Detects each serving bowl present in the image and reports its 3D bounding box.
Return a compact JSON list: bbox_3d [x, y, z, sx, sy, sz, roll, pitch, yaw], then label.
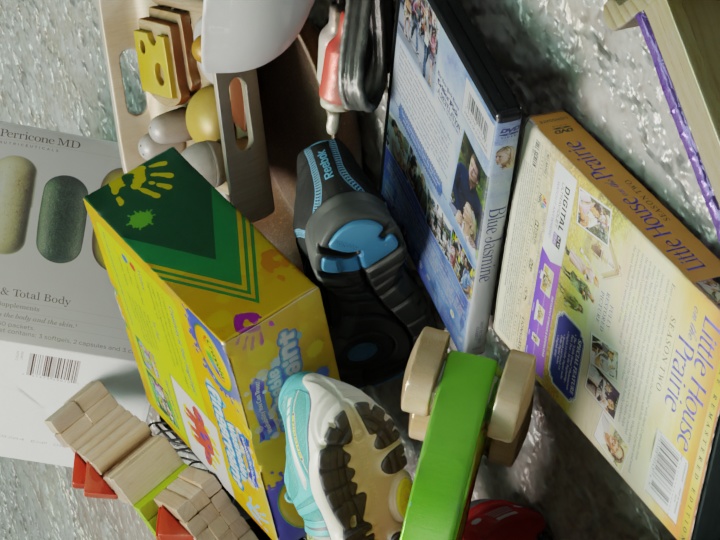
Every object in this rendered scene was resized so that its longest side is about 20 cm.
[{"bbox_3d":[-0.047,-0.211,1.369,0.200,0.066,0.201,-171,90,-90],"label":"serving bowl"}]

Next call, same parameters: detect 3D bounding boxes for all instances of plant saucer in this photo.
[{"bbox_3d":[-0.047,-0.094,1.525,0.200,0.037,0.201,40,137,51],"label":"plant saucer"}]

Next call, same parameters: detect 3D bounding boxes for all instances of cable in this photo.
[{"bbox_3d":[-0.009,-0.174,1.360,0.097,0.050,0.201,-71,-20,-57],"label":"cable"}]

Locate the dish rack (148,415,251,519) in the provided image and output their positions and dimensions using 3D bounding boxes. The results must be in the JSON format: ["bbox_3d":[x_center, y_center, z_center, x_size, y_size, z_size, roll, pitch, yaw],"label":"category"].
[{"bbox_3d":[-0.105,0.081,1.666,0.200,0.054,0.154,37,112,55],"label":"dish rack"}]

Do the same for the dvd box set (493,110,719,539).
[{"bbox_3d":[0.138,0.028,1.212,0.200,0.029,0.147,50,144,44],"label":"dvd box set"}]

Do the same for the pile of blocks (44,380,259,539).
[{"bbox_3d":[-0.152,0.147,1.572,0.200,0.062,0.082,34,157,44],"label":"pile of blocks"}]

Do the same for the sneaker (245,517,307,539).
[{"bbox_3d":[-0.043,0.259,1.546,0.111,0.077,0.200,100,153,-58],"label":"sneaker"}]

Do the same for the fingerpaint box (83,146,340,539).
[{"bbox_3d":[-0.082,0.049,1.454,0.167,0.073,0.200,43,156,39],"label":"fingerpaint box"}]

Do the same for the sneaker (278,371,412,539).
[{"bbox_3d":[-0.005,0.146,1.389,0.080,0.077,0.201,32,138,50],"label":"sneaker"}]

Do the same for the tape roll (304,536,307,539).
[{"bbox_3d":[0.002,0.230,1.586,0.200,0.048,0.201,40,137,51],"label":"tape roll"}]

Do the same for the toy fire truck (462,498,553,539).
[{"bbox_3d":[0.073,0.230,1.435,0.141,0.049,0.201,16,118,61],"label":"toy fire truck"}]

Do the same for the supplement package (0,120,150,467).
[{"bbox_3d":[-0.224,0.021,1.732,0.151,0.151,0.200,110,166,-51],"label":"supplement package"}]

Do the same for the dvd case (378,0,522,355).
[{"bbox_3d":[0.048,-0.066,1.325,0.200,0.017,0.143,95,156,-48],"label":"dvd case"}]

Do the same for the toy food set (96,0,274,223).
[{"bbox_3d":[-0.125,-0.115,1.561,0.200,0.060,0.144,21,122,59],"label":"toy food set"}]

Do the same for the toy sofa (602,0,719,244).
[{"bbox_3d":[0.180,-0.039,1.031,0.098,0.083,0.201,-37,70,62],"label":"toy sofa"}]

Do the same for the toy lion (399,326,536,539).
[{"bbox_3d":[0.041,0.142,1.265,0.200,0.068,0.192,75,-150,-78],"label":"toy lion"}]

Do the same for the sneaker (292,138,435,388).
[{"bbox_3d":[0.000,0.000,1.420,0.200,0.073,0.082,85,167,-55],"label":"sneaker"}]
